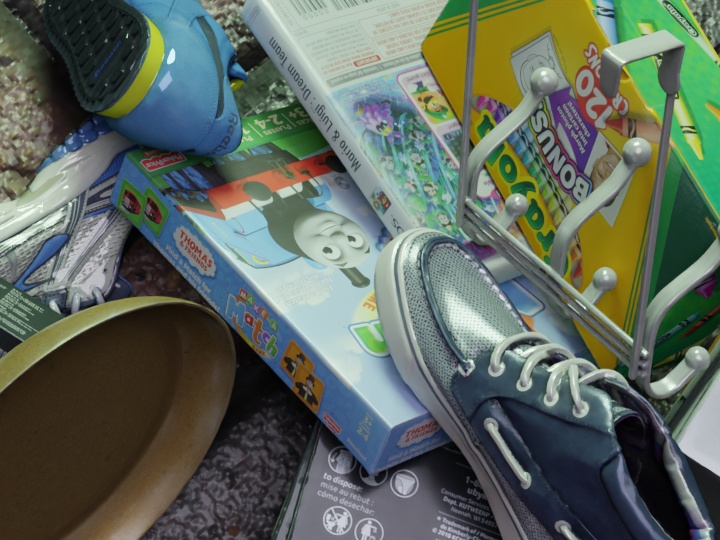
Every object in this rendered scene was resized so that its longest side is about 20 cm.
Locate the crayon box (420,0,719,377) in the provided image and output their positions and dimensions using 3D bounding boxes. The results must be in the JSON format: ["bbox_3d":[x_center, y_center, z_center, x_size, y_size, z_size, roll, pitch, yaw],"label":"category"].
[{"bbox_3d":[0.116,-0.066,1.384,0.058,0.119,0.200,-12,62,-34],"label":"crayon box"}]

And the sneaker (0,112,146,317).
[{"bbox_3d":[-0.155,0.004,1.446,0.200,0.077,0.085,-43,89,-14],"label":"sneaker"}]

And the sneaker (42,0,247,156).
[{"bbox_3d":[-0.103,-0.114,1.459,0.078,0.200,0.066,28,110,-28],"label":"sneaker"}]

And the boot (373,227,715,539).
[{"bbox_3d":[0.084,0.055,1.310,0.073,0.090,0.200,-20,76,-41],"label":"boot"}]

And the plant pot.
[{"bbox_3d":[-0.141,0.086,1.365,0.200,0.200,0.027,-39,63,-15],"label":"plant pot"}]

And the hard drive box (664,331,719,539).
[{"bbox_3d":[0.197,0.064,1.402,0.077,0.200,0.156,33,72,3],"label":"hard drive box"}]

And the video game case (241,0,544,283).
[{"bbox_3d":[0.065,-0.085,1.468,0.200,0.024,0.182,-19,67,-38],"label":"video game case"}]

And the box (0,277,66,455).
[{"bbox_3d":[-0.254,0.044,1.390,0.200,0.044,0.160,31,113,3],"label":"box"}]

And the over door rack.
[{"bbox_3d":[0.097,-0.059,1.286,0.067,0.200,0.148,-30,47,-20],"label":"over door rack"}]

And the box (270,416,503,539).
[{"bbox_3d":[0.050,0.165,1.401,0.199,0.115,0.132,21,71,0],"label":"box"}]

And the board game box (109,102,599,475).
[{"bbox_3d":[0.000,0.000,1.418,0.151,0.037,0.200,-19,54,-41],"label":"board game box"}]
